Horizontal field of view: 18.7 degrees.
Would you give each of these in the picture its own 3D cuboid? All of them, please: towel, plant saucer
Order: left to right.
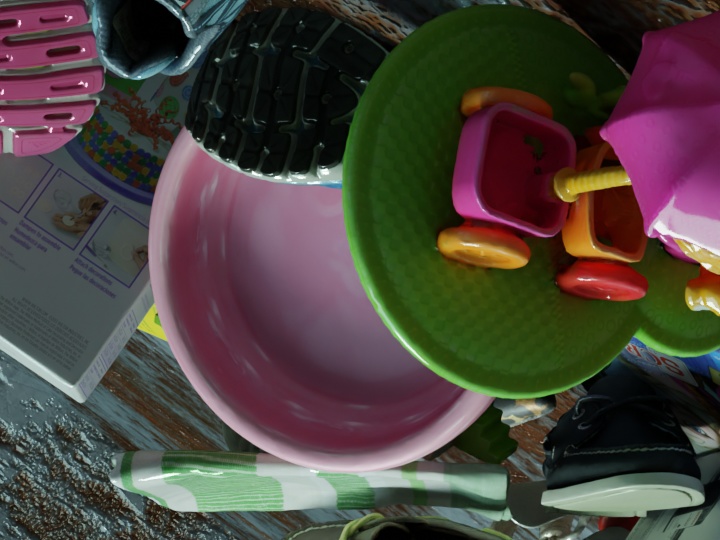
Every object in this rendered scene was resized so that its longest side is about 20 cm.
[{"bbox_3d":[-0.021,0.113,1.142,0.199,0.023,0.153,2,169,6],"label":"towel"},{"bbox_3d":[-0.005,-0.006,1.044,0.200,0.201,0.051,30,-160,20],"label":"plant saucer"}]

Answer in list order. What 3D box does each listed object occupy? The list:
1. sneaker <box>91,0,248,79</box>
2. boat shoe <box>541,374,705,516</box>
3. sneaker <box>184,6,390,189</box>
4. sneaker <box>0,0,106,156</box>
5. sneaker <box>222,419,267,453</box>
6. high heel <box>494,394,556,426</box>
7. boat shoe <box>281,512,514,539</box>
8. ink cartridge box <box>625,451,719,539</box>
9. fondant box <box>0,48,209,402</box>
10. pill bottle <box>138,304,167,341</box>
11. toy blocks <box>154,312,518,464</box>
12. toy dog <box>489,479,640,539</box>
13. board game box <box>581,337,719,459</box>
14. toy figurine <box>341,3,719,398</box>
[{"bbox_3d":[-0.092,-0.129,0.959,0.079,0.096,0.200,38,166,-11],"label":"sneaker"},{"bbox_3d":[0.125,0.085,1.063,0.074,0.066,0.199,1,172,3],"label":"boat shoe"},{"bbox_3d":[0.015,-0.054,0.945,0.199,0.079,0.090,14,165,24],"label":"sneaker"},{"bbox_3d":[-0.161,-0.143,1.031,0.200,0.073,0.088,95,167,-46],"label":"sneaker"},{"bbox_3d":[0.026,0.055,1.234,0.105,0.200,0.076,14,-129,-64],"label":"sneaker"},{"bbox_3d":[0.023,0.027,1.284,0.143,0.071,0.200,44,167,-32],"label":"high heel"},{"bbox_3d":[0.022,0.158,1.152,0.200,0.072,0.060,8,135,48],"label":"boat shoe"},{"bbox_3d":[0.214,0.157,1.047,0.144,0.084,0.200,36,168,-1],"label":"ink cartridge box"},{"bbox_3d":[-0.146,-0.055,1.121,0.144,0.200,0.058,33,170,6],"label":"fondant box"},{"bbox_3d":[-0.113,-0.020,1.286,0.200,0.114,0.114,21,161,45],"label":"pill bottle"},{"bbox_3d":[0.000,0.000,1.116,0.200,0.137,0.100,25,-153,23],"label":"toy blocks"},{"bbox_3d":[0.124,0.148,1.207,0.096,0.132,0.200,56,-168,-33],"label":"toy dog"},{"bbox_3d":[0.180,0.057,1.061,0.200,0.041,0.200,24,163,40],"label":"board game box"},{"bbox_3d":[0.124,-0.027,0.768,0.199,0.151,0.184,17,167,-29],"label":"toy figurine"}]
